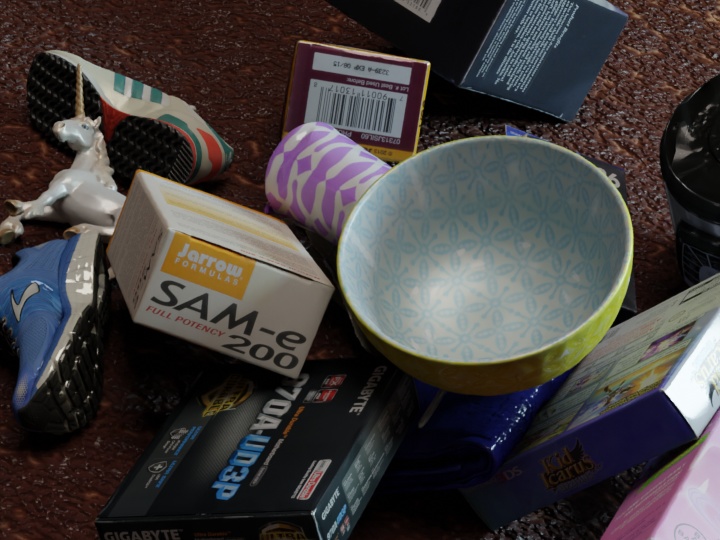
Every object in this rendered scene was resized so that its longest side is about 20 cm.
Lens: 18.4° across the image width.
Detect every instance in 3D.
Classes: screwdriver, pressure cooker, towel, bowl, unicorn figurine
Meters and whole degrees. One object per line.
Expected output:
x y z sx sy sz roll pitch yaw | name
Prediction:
0.077 0.051 1.577 0.028 0.029 0.200 -6 24 30 | screwdriver
0.341 -0.046 1.799 0.178 0.200 0.176 -12 49 8 | pressure cooker
0.074 0.093 1.585 0.147 0.050 0.200 -3 27 32 | towel
0.090 0.015 1.514 0.199 0.108 0.201 -6 50 8 | bowl
-0.215 -0.054 1.747 0.200 0.074 0.137 44 42 16 | unicorn figurine

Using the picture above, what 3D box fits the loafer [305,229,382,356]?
0.000 0.000 1.740 0.075 0.070 0.200 24 34 -36 | loafer

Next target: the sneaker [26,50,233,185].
-0.193 -0.125 1.870 0.199 0.071 0.093 30 19 29 | sneaker

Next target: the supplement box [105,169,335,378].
-0.105 0.000 1.581 0.126 0.074 0.200 20 9 -15 | supplement box

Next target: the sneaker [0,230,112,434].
-0.231 0.048 1.588 0.089 0.079 0.200 -6 34 4 | sneaker

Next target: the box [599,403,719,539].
0.248 0.201 1.413 0.176 0.097 0.200 44 37 0 | box

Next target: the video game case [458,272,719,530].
0.184 0.085 1.538 0.045 0.200 0.181 53 43 -7 | video game case

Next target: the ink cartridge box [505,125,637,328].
0.170 -0.045 1.813 0.099 0.039 0.200 18 44 -19 | ink cartridge box

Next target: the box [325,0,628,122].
0.101 -0.245 2.021 0.200 0.123 0.198 37 14 33 | box

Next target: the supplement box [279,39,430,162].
-0.008 -0.142 1.851 0.110 0.086 0.200 9 5 -3 | supplement box

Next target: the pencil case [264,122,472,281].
0.011 -0.035 1.653 0.200 0.086 0.084 36 8 35 | pencil case

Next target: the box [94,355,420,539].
-0.065 0.128 1.477 0.158 0.046 0.200 -4 27 23 | box
